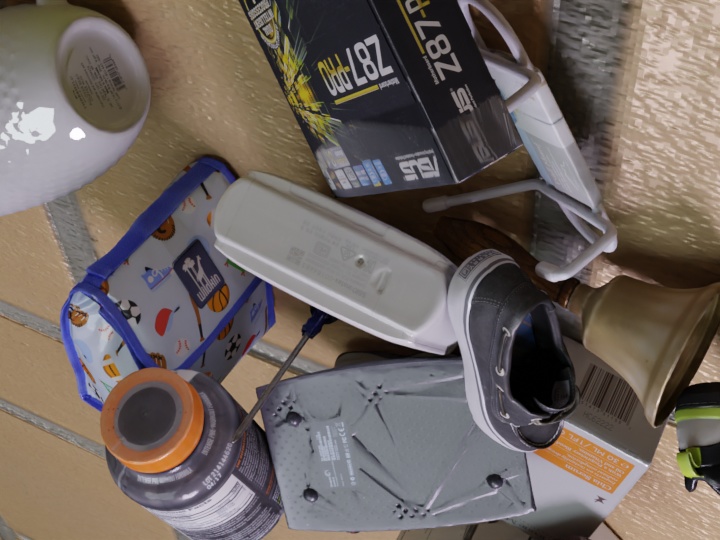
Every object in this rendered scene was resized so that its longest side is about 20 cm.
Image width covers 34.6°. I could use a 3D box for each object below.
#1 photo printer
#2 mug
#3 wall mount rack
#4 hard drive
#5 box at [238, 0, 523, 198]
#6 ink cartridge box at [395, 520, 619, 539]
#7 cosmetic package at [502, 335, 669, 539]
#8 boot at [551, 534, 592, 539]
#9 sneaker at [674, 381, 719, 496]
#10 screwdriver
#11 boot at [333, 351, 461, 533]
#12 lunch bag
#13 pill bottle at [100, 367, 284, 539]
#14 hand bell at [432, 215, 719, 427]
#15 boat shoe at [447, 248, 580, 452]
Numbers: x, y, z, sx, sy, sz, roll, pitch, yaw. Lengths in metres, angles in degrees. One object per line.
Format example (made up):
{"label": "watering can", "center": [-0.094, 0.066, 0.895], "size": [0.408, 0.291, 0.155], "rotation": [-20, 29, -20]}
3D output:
{"label": "photo printer", "center": [0.000, 0.000, 0.822], "size": [0.166, 0.070, 0.200], "rotation": [26, 180, 14]}
{"label": "mug", "center": [-0.255, -0.150, 0.866], "size": [0.174, 0.147, 0.202], "rotation": [-11, 98, 37]}
{"label": "wall mount rack", "center": [0.076, -0.078, 0.727], "size": [0.201, 0.074, 0.174], "rotation": [56, 173, -30]}
{"label": "hard drive", "center": [0.028, 0.130, 0.884], "size": [0.198, 0.042, 0.136], "rotation": [-8, 105, 17]}
{"label": "box", "center": [-0.002, -0.125, 0.646], "size": [0.162, 0.049, 0.200], "rotation": [62, 164, -12]}
{"label": "ink cartridge box", "center": [0.150, 0.280, 1.112], "size": [0.144, 0.084, 0.199], "rotation": [46, 145, -19]}
{"label": "cosmetic package", "center": [0.168, 0.148, 0.936], "size": [0.101, 0.071, 0.200], "rotation": [27, 147, 9]}
{"label": "boot", "center": [0.181, 0.297, 0.986], "size": [0.186, 0.064, 0.199], "rotation": [45, 139, -19]}
{"label": "sneaker", "center": [0.276, 0.141, 0.783], "size": [0.199, 0.083, 0.072], "rotation": [24, 155, -29]}
{"label": "screwdriver", "center": [-0.052, 0.059, 0.889], "size": [0.029, 0.200, 0.028], "rotation": [13, 135, 29]}
{"label": "boot", "center": [0.032, 0.147, 0.968], "size": [0.203, 0.155, 0.073], "rotation": [-1, 146, 44]}
{"label": "lunch bag", "center": [-0.157, 0.025, 0.962], "size": [0.123, 0.170, 0.201], "rotation": [26, 145, 20]}
{"label": "pill bottle", "center": [-0.128, 0.142, 0.886], "size": [0.106, 0.107, 0.200], "rotation": [19, 160, 21]}
{"label": "hand bell", "center": [0.135, 0.013, 0.785], "size": [0.199, 0.104, 0.104], "rotation": [28, 148, 24]}
{"label": "boat shoe", "center": [0.112, 0.067, 0.753], "size": [0.066, 0.070, 0.201], "rotation": [38, 158, 40]}
